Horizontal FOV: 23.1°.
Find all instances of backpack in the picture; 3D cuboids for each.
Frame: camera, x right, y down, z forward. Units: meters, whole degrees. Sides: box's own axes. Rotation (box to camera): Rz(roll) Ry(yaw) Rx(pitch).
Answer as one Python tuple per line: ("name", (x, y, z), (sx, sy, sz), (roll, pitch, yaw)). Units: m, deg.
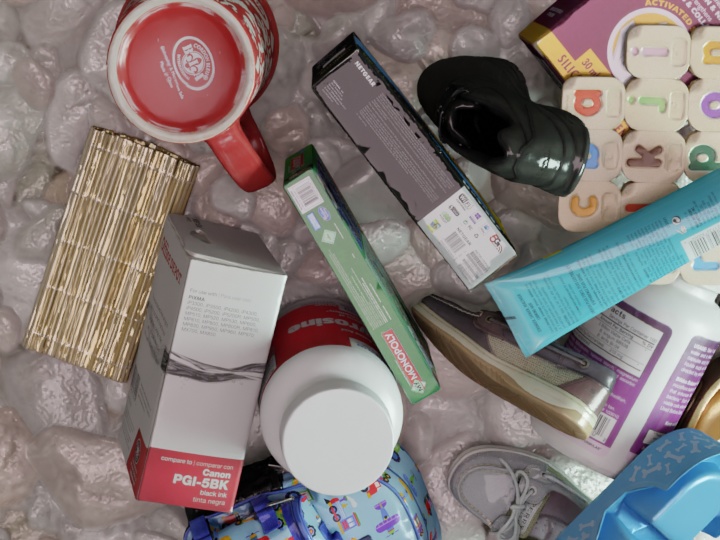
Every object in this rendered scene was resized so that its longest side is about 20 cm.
("backpack", (-0.031, 0.235, 1.459), (0.199, 0.135, 0.184), (-21, 103, 0))

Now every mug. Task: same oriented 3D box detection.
("mug", (-0.112, -0.152, 1.338), (0.177, 0.200, 0.134), (35, 98, -8))

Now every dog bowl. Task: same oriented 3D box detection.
("dog bowl", (0.227, 0.209, 1.420), (0.200, 0.050, 0.111), (-46, 138, 3))

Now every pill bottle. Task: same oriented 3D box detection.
("pill bottle", (0.229, 0.063, 1.441), (0.112, 0.112, 0.201), (25, 100, -7))
("pill bottle", (-0.026, 0.100, 1.391), (0.111, 0.200, 0.113), (-2, 106, -5))

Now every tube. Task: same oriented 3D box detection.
("tube", (0.198, -0.008, 1.340), (0.199, 0.050, 0.078), (-29, 114, 7))

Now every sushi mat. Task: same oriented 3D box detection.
("sushi mat", (-0.208, -0.013, 1.460), (0.095, 0.012, 0.201), (19, 101, -5))

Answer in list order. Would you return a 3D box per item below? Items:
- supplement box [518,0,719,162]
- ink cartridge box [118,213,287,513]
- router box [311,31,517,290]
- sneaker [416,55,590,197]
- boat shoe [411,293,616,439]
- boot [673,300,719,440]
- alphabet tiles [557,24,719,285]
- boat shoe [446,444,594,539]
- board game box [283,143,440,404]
("supplement box", (0.244, -0.198, 1.390), (0.200, 0.103, 0.131), (-41, 100, 6))
("ink cartridge box", (-0.129, 0.072, 1.408), (0.082, 0.147, 0.201), (10, 103, -16))
("router box", (0.039, -0.090, 1.382), (0.051, 0.149, 0.200), (-37, 101, 6))
("sneaker", (0.092, -0.122, 1.352), (0.090, 0.200, 0.076), (7, 108, -33))
("boat shoe", (0.124, 0.066, 1.420), (0.065, 0.200, 0.072), (-48, 137, -11))
("boot", (0.346, 0.115, 1.484), (0.155, 0.077, 0.201), (25, 93, -11))
("alphabet tiles", (0.249, -0.088, 1.354), (0.194, 0.015, 0.201), (0, 103, -2))
("boat shoe", (0.166, 0.215, 1.494), (0.201, 0.065, 0.075), (32, 99, -9))
("board game box", (0.000, 0.000, 1.408), (0.029, 0.135, 0.201), (-30, 101, 4))
